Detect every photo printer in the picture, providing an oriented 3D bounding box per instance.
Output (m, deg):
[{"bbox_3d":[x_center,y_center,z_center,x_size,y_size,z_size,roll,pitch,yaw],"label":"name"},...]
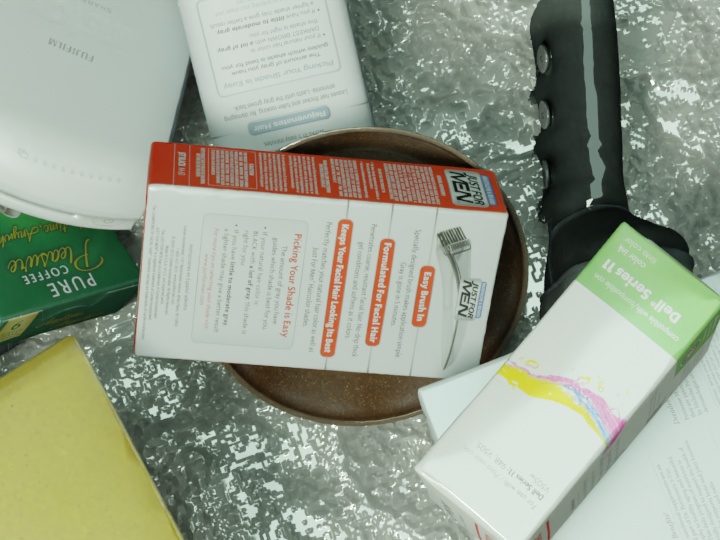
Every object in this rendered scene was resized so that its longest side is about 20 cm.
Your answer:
[{"bbox_3d":[-0.187,-0.128,1.099,0.166,0.069,0.201,22,60,-19],"label":"photo printer"}]

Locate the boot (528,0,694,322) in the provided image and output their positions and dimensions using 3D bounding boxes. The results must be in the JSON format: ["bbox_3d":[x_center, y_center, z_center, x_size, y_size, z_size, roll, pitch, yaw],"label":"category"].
[{"bbox_3d":[0.145,-0.078,1.067,0.065,0.165,0.201,6,77,-16],"label":"boot"}]

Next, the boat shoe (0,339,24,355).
[{"bbox_3d":[-0.280,-0.027,1.136,0.068,0.072,0.200,-28,73,-26],"label":"boat shoe"}]

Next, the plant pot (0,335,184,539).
[{"bbox_3d":[-0.204,0.187,0.991,0.199,0.196,0.195,-26,76,-18],"label":"plant pot"}]

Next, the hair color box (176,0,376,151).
[{"bbox_3d":[-0.046,-0.109,1.095,0.099,0.061,0.201,-13,104,2],"label":"hair color box"}]

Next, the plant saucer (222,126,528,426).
[{"bbox_3d":[0.000,0.000,1.078,0.199,0.037,0.201,-2,117,-5],"label":"plant saucer"}]

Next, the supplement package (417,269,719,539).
[{"bbox_3d":[0.153,0.112,1.024,0.199,0.151,0.152,-21,76,0],"label":"supplement package"}]

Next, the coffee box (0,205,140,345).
[{"bbox_3d":[-0.234,-0.051,1.114,0.044,0.123,0.200,-43,74,38],"label":"coffee box"}]

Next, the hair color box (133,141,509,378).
[{"bbox_3d":[-0.025,-0.005,1.018,0.199,0.064,0.111,5,118,-6],"label":"hair color box"}]

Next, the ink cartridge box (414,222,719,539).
[{"bbox_3d":[0.092,0.083,0.898,0.067,0.117,0.200,39,82,14],"label":"ink cartridge box"}]
